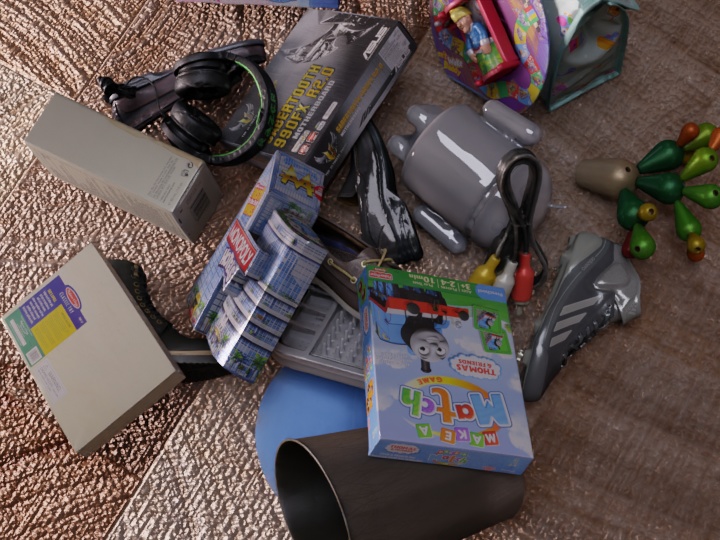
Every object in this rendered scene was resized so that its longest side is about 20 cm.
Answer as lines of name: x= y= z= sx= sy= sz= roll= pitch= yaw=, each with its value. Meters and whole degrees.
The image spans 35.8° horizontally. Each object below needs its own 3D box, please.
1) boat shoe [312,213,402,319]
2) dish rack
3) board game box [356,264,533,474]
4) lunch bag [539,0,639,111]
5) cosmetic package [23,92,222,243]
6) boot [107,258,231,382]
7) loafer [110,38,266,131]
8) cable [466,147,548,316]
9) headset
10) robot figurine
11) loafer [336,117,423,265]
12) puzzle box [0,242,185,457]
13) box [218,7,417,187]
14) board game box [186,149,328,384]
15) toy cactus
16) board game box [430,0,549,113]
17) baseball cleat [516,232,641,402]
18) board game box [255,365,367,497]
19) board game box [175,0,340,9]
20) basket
boat shoe: x=0.000 y=0.000 z=1.178 sx=0.200 sy=0.060 sz=0.072 roll=32 pitch=39 yaw=31
dish rack: x=0.012 y=0.070 z=1.169 sx=0.200 sy=0.044 sz=0.172 roll=14 pitch=34 yaw=11
board game box: x=0.077 y=0.092 z=1.063 sx=0.151 sy=0.037 sz=0.200 roll=10 pitch=49 yaw=-16
lunch bag: x=0.214 y=-0.301 z=1.221 sx=0.122 sy=0.200 sz=0.170 roll=-28 pitch=70 yaw=-3
cosmetic package: x=-0.266 y=-0.115 z=1.264 sx=0.200 sy=0.104 sz=0.073 roll=27 pitch=76 yaw=13
boot: x=-0.227 y=0.048 z=1.224 sx=0.200 sy=0.077 sz=0.139 roll=1 pitch=67 yaw=6
loafer: x=-0.199 y=-0.214 z=1.316 sx=0.200 sy=0.072 sz=0.063 roll=-18 pitch=89 yaw=7
cable: x=0.164 y=-0.030 z=1.135 sx=0.097 sy=0.200 sz=0.050 roll=1 pitch=42 yaw=-15
headset: x=-0.190 y=-0.187 z=1.232 sx=0.200 sy=0.094 sz=0.124 roll=14 pitch=92 yaw=26
robot figurine: x=0.125 y=-0.101 z=1.209 sx=0.200 sy=0.113 sz=0.170 roll=41 pitch=117 yaw=17
loafer: x=0.006 y=-0.095 z=1.245 sx=0.072 sy=0.073 sz=0.200 roll=-20 pitch=69 yaw=4
puzzle box: x=-0.285 y=0.080 z=1.177 sx=0.133 sy=0.025 sz=0.200 roll=-39 pitch=60 yaw=1
box: x=-0.050 y=-0.200 z=1.260 sx=0.158 sy=0.048 sz=0.200 roll=22 pitch=73 yaw=44
board game box: x=-0.099 y=-0.015 z=1.133 sx=0.062 sy=0.200 sz=0.200 roll=26 pitch=98 yaw=-19
toy cactus: x=0.316 y=-0.090 z=1.203 sx=0.165 sy=0.102 sz=0.200 roll=15 pitch=67 yaw=36
board game box: x=0.124 y=-0.257 z=1.220 sx=0.039 sy=0.158 sz=0.200 roll=-22 pitch=42 yaw=-27
baseball cleat: x=0.234 y=0.055 z=1.169 sx=0.106 sy=0.070 sz=0.200 roll=19 pitch=76 yaw=13
board game box: x=-0.010 y=0.171 z=1.173 sx=0.200 sy=0.039 sz=0.158 roll=5 pitch=74 yaw=-3
board game box: x=-0.111 y=-0.405 z=1.351 sx=0.199 sy=0.043 sz=0.200 roll=3 pitch=57 yaw=8
basket: x=0.042 y=0.207 z=1.066 sx=0.200 sy=0.180 sz=0.136 roll=-11 pitch=107 yaw=-25
